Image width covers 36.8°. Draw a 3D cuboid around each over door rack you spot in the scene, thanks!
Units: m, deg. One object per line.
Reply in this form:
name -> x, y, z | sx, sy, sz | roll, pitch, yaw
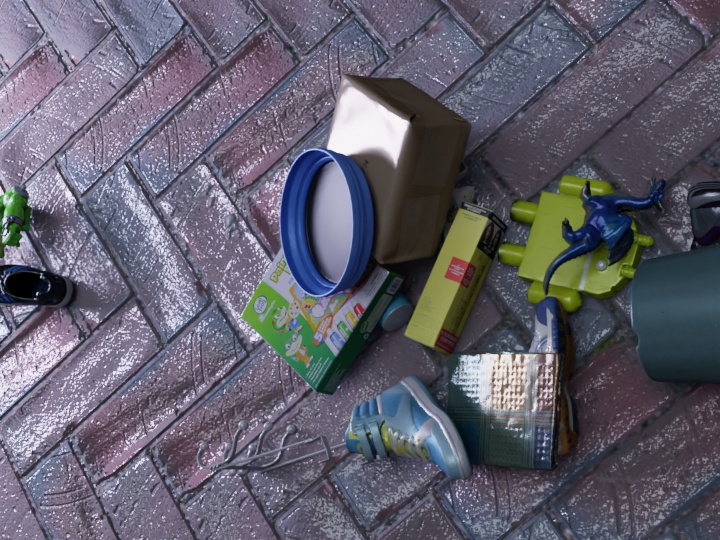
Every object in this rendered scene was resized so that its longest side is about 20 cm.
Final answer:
over door rack -> -0.101, 0.238, 1.477 | 0.199, 0.148, 0.067 | -9, 77, 24

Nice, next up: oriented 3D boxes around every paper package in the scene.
paper package -> 0.037, -0.142, 1.472 | 0.191, 0.103, 0.201 | 43, 127, 46

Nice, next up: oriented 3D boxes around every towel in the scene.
towel -> 0.179, 0.175, 1.376 | 0.200, 0.022, 0.147 | -7, 76, 54

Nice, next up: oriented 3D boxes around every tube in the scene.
tube -> 0.000, 0.000, 1.557 | 0.077, 0.050, 0.200 | -42, 59, 7

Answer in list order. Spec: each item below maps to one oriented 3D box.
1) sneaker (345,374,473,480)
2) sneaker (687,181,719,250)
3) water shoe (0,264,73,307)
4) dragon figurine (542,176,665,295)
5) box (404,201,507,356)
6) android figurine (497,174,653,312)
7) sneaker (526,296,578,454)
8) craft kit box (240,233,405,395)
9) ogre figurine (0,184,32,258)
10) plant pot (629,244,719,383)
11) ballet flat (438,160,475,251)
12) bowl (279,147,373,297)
sneaker -> 0.056, 0.225, 1.395 | 0.130, 0.080, 0.200 | -24, 30, -10
sneaker -> 0.507, -0.065, 1.334 | 0.199, 0.074, 0.088 | 1, 107, 20
water shoe -> -0.572, 0.018, 1.803 | 0.199, 0.079, 0.072 | 2, 76, 26
dragon figurine -> 0.309, -0.047, 1.363 | 0.099, 0.059, 0.200 | 27, 78, 23
box -> 0.131, 0.012, 1.473 | 0.050, 0.075, 0.200 | 22, 85, 29
android figurine -> 0.284, -0.034, 1.433 | 0.200, 0.041, 0.183 | 15, 82, 30
sneaker -> 0.224, 0.134, 1.384 | 0.088, 0.075, 0.201 | -4, 81, 30
craft kit box -> -0.058, 0.039, 1.540 | 0.197, 0.048, 0.200 | 40, 103, 41
ogre figurine -> -0.614, -0.072, 1.837 | 0.098, 0.200, 0.120 | 17, 62, -14
plant pot -> 0.431, 0.051, 1.261 | 0.196, 0.200, 0.201 | -8, 72, 31
ballet flat -> 0.121, -0.123, 1.528 | 0.071, 0.069, 0.201 | -15, 68, 0
bowl -> -0.046, -0.065, 1.462 | 0.200, 0.039, 0.201 | 6, 97, 58
